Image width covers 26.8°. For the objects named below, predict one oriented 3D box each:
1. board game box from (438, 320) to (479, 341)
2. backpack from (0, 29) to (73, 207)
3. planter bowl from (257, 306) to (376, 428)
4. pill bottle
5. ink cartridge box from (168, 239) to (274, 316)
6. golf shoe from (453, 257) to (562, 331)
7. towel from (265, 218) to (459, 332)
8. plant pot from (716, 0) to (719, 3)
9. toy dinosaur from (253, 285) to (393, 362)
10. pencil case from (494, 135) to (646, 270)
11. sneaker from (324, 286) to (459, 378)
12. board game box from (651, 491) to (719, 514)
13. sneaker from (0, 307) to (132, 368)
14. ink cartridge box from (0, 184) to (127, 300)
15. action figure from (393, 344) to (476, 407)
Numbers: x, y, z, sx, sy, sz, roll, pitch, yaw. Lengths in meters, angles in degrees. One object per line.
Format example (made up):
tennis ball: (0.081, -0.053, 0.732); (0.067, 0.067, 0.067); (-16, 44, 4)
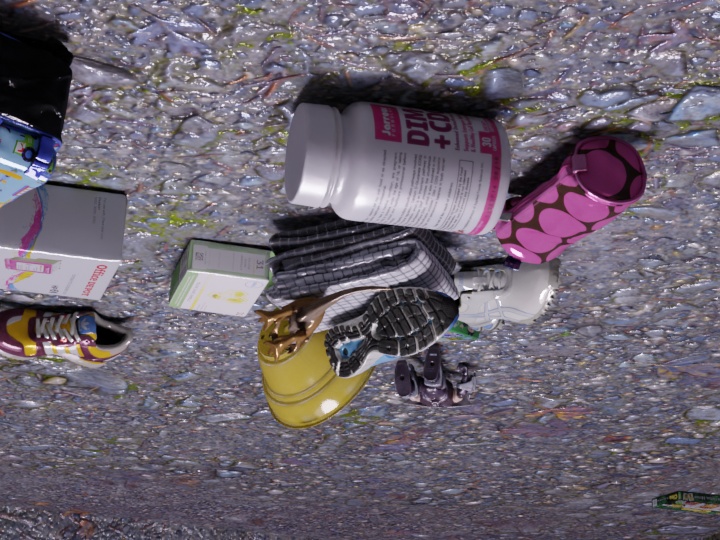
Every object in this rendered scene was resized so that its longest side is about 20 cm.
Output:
board game box: (0.042, 0.069, 2.011); (0.134, 0.029, 0.199); (17, 164, -40)
backpack: (-0.371, -0.147, 1.295); (0.182, 0.136, 0.199); (-17, 151, 40)
planter bowl: (-0.069, 0.091, 1.900); (0.199, 0.202, 0.083); (-16, 137, 40)
pill bottle: (0.034, -0.100, 1.441); (0.198, 0.114, 0.113); (6, 160, -15)
ink cartridge box: (-0.129, 0.015, 1.882); (0.198, 0.048, 0.146); (9, 159, -14)
golf shoe: (0.164, 0.025, 1.863); (0.097, 0.079, 0.200); (18, 154, -26)
towel: (0.000, 0.000, 1.764); (0.198, 0.086, 0.166); (-13, 159, 15)
plant pot: (0.273, -0.246, 0.982); (0.198, 0.136, 0.201); (0, 160, 0)
toy dinosaur: (-0.059, 0.047, 1.689); (0.106, 0.061, 0.200); (-28, 176, -30)
pencil case: (0.210, -0.071, 1.566); (0.093, 0.091, 0.200); (21, 154, -14)
sneaker: (0.045, 0.062, 1.753); (0.090, 0.079, 0.199); (-16, 175, -43)
board game box: (0.749, 0.510, 3.306); (0.198, 0.024, 0.105); (9, 161, -22)
sneaker: (-0.407, 0.081, 2.057); (0.199, 0.076, 0.090); (9, 152, -42)
ink cartridge box: (-0.370, -0.036, 1.684); (0.198, 0.085, 0.145); (6, 160, -18)
action figure: (0.109, 0.170, 2.292); (0.129, 0.070, 0.200); (-11, 163, 11)
